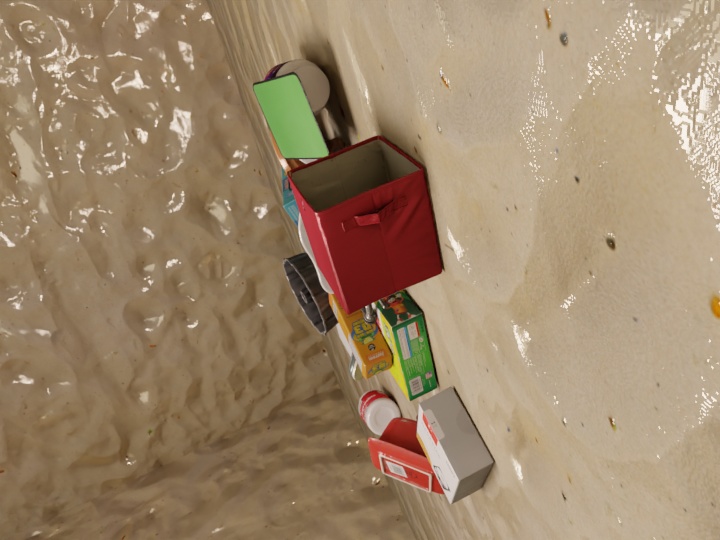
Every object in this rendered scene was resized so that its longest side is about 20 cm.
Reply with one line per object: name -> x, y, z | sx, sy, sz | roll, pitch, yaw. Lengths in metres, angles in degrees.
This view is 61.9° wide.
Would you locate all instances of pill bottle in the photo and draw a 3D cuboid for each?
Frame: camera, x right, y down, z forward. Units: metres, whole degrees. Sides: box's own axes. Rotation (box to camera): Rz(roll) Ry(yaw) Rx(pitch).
pill bottle -> -0.127, -0.358, 1.193 | 0.200, 0.110, 0.113 | 37, 148, 65
pill bottle -> 0.055, 0.452, 1.940 | 0.200, 0.110, 0.114 | -177, 65, -79

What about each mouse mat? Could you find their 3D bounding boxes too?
mouse mat -> -0.133, -0.285, 1.132 | 0.199, 0.007, 0.163 | 14, 133, 55

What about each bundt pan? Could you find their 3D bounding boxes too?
bundt pan -> -0.103, 0.044, 1.403 | 0.203, 0.075, 0.203 | 52, 161, 26

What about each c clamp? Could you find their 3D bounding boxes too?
c clamp -> 0.002, 0.041, 1.147 | 0.172, 0.027, 0.201 | 59, 170, 23

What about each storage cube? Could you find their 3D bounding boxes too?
storage cube -> 0.006, -0.073, 0.925 | 0.200, 0.168, 0.182 | -127, 17, -55

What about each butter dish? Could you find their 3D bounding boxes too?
butter dish -> 0.130, 0.408, 1.403 | 0.196, 0.149, 0.202 | 15, 147, 17

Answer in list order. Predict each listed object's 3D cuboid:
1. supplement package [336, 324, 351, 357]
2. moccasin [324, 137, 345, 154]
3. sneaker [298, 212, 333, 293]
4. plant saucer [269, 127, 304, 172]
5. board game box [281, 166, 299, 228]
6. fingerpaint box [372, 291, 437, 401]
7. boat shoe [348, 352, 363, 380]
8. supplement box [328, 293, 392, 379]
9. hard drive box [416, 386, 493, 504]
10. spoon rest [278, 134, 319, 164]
supplement package -> -0.001, 0.124, 1.547 | 0.156, 0.109, 0.203 | -126, 18, -50
moccasin -> -0.071, -0.245, 1.259 | 0.201, 0.072, 0.079 | -145, 48, -78
sneaker -> -0.084, -0.060, 1.234 | 0.112, 0.072, 0.204 | -116, 11, -70
plant saucer -> -0.132, -0.280, 1.367 | 0.200, 0.032, 0.204 | 41, -141, -44
board game box -> -0.127, -0.152, 1.417 | 0.152, 0.046, 0.201 | 56, -168, -33
fingerpaint box -> 0.081, 0.136, 1.242 | 0.167, 0.072, 0.203 | -128, 19, -56
boat shoe -> 0.010, 0.147, 1.351 | 0.061, 0.203, 0.073 | 9, 159, 33
supplement box -> -0.002, 0.118, 1.251 | 0.069, 0.065, 0.202 | 91, 155, -59
hard drive box -> 0.176, 0.342, 1.163 | 0.201, 0.076, 0.157 | 84, 161, -57
spoon rest -> -0.122, -0.258, 1.202 | 0.200, 0.060, 0.101 | 40, 155, 60
